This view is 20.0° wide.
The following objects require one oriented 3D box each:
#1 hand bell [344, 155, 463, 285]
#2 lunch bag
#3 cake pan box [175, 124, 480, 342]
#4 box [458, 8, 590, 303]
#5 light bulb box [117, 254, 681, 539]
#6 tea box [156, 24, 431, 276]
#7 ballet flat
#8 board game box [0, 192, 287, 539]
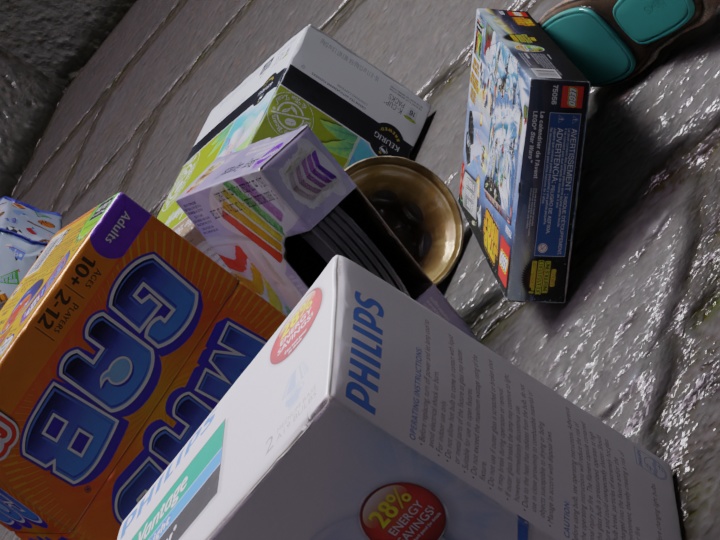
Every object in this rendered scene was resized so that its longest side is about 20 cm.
[{"bbox_3d":[0.000,0.000,1.514,0.105,0.104,0.200,-64,4,-23],"label":"hand bell"},{"bbox_3d":[-0.518,0.015,2.979,0.170,0.123,0.201,-106,36,-70],"label":"lunch bag"},{"bbox_3d":[-0.024,-0.001,1.348,0.052,0.184,0.200,-44,13,-19],"label":"cake pan box"},{"bbox_3d":[0.100,-0.077,1.280,0.200,0.040,0.138,-107,21,-70],"label":"box"},{"bbox_3d":[0.013,0.139,0.944,0.198,0.199,0.125,-51,17,25],"label":"light bulb box"},{"bbox_3d":[-0.070,-0.063,1.709,0.200,0.133,0.197,-33,29,57],"label":"tea box"},{"bbox_3d":[0.180,-0.166,1.295,0.067,0.068,0.200,-42,11,-23],"label":"ballet flat"},{"bbox_3d":[-0.165,0.097,1.401,0.200,0.200,0.200,-56,13,-17],"label":"board game box"}]
